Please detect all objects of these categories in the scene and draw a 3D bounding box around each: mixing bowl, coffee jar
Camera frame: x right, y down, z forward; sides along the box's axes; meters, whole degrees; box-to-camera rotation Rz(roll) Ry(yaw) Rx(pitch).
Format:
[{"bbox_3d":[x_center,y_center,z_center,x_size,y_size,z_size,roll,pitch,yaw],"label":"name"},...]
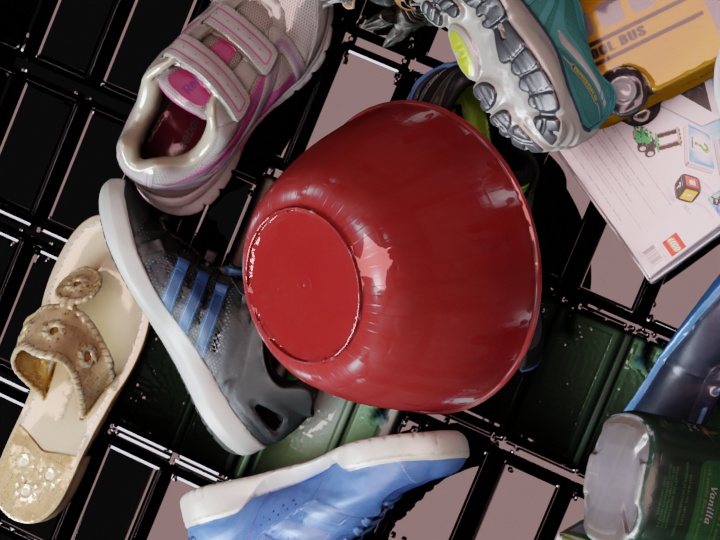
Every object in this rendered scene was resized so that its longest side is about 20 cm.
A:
[{"bbox_3d":[0.000,0.000,1.516,0.200,0.108,0.201,10,105,42],"label":"mixing bowl"},{"bbox_3d":[0.239,0.142,1.468,0.199,0.104,0.086,12,87,-13],"label":"coffee jar"}]

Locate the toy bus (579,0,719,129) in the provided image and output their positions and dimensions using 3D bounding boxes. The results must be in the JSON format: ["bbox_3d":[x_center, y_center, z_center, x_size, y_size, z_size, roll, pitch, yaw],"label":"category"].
[{"bbox_3d":[0.187,-0.144,1.501,0.200,0.065,0.078,-27,81,12],"label":"toy bus"}]

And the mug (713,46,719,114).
[{"bbox_3d":[0.294,-0.097,1.396,0.200,0.148,0.176,24,87,26],"label":"mug"}]

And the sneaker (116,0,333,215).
[{"bbox_3d":[-0.087,-0.124,1.593,0.081,0.088,0.200,32,96,12],"label":"sneaker"}]

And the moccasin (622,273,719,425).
[{"bbox_3d":[0.218,0.064,1.530,0.068,0.080,0.200,35,111,7],"label":"moccasin"}]

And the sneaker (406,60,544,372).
[{"bbox_3d":[0.074,-0.033,1.549,0.071,0.083,0.200,-9,86,-21],"label":"sneaker"}]

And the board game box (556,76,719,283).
[{"bbox_3d":[0.176,-0.109,1.554,0.126,0.035,0.200,-36,81,10],"label":"board game box"}]

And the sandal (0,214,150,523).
[{"bbox_3d":[-0.196,0.067,1.626,0.077,0.070,0.212,19,94,13],"label":"sandal"}]

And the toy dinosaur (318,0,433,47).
[{"bbox_3d":[0.029,-0.194,1.536,0.199,0.136,0.102,19,89,4],"label":"toy dinosaur"}]

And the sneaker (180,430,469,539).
[{"bbox_3d":[-0.014,0.172,1.574,0.199,0.077,0.112,-17,79,17],"label":"sneaker"}]

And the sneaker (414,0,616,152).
[{"bbox_3d":[0.084,-0.163,1.460,0.077,0.080,0.200,-29,86,47],"label":"sneaker"}]

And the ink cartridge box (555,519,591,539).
[{"bbox_3d":[0.130,0.235,1.476,0.076,0.200,0.148,18,93,14],"label":"ink cartridge box"}]

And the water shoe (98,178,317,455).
[{"bbox_3d":[-0.096,0.019,1.605,0.079,0.072,0.200,-29,95,6],"label":"water shoe"}]
